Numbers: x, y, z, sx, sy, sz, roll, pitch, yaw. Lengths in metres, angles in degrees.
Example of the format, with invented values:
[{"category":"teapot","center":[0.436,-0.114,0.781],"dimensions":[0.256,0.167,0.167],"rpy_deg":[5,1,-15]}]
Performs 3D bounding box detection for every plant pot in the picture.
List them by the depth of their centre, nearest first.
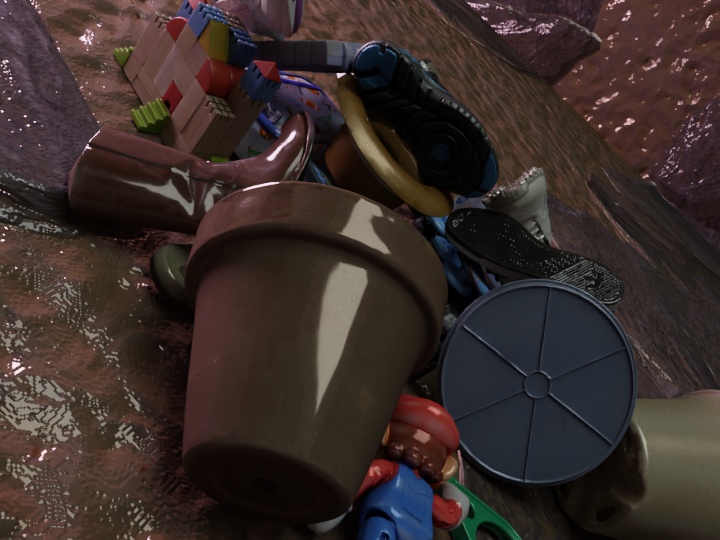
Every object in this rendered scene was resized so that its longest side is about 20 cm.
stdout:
[{"category":"plant pot","center":[-0.044,0.069,0.536],"dimensions":[0.199,0.200,0.177],"rpy_deg":[32,48,-21]},{"category":"plant pot","center":[0.314,0.216,0.821],"dimensions":[0.181,0.202,0.202],"rpy_deg":[14,38,-27]}]

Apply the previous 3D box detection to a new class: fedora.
[{"category":"fedora","center":[0.020,-0.119,0.839],"dimensions":[0.200,0.081,0.202],"rpy_deg":[41,28,-27]}]

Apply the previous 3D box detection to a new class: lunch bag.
[{"category":"lunch bag","center":[-0.093,-0.178,0.911],"dimensions":[0.161,0.076,0.199],"rpy_deg":[53,27,21]}]

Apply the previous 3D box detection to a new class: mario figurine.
[{"category":"mario figurine","center":[0.022,0.186,0.592],"dimensions":[0.201,0.104,0.125],"rpy_deg":[-71,148,-49]}]

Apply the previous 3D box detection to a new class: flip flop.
[{"category":"flip flop","center":[-0.100,-0.011,0.685],"dimensions":[0.082,0.058,0.199],"rpy_deg":[53,28,18]}]

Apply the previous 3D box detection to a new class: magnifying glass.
[{"category":"magnifying glass","center":[0.085,0.207,0.683],"dimensions":[0.201,0.022,0.079],"rpy_deg":[53,29,13]}]

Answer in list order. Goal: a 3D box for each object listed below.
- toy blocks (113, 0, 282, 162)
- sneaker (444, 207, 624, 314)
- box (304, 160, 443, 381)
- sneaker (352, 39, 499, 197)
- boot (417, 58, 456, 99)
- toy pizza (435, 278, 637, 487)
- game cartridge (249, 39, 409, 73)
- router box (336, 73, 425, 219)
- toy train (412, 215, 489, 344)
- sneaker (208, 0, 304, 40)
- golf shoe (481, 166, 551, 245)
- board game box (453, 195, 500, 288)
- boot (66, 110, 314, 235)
[{"category":"toy blocks","center":[-0.161,-0.201,0.779],"dimensions":[0.099,0.137,0.201],"rpy_deg":[1,49,-52]},{"category":"sneaker","center":[0.175,0.018,0.837],"dimensions":[0.198,0.122,0.084],"rpy_deg":[29,51,19]},{"category":"box","center":[0.000,0.000,0.770],"dimensions":[0.157,0.051,0.202],"rpy_deg":[39,20,-56]},{"category":"sneaker","center":[0.077,-0.166,0.813],"dimensions":[0.200,0.073,0.082],"rpy_deg":[49,23,-12]},{"category":"boot","center":[0.113,-0.167,1.021],"dimensions":[0.203,0.073,0.156],"rpy_deg":[38,30,-64]},{"category":"toy pizza","center":[0.171,0.110,0.760],"dimensions":[0.200,0.200,0.032],"rpy_deg":[43,3,0]},{"category":"game cartridge","center":[-0.037,-0.244,0.890],"dimensions":[0.128,0.039,0.199],"rpy_deg":[13,17,27]},{"category":"router box","center":[0.044,-0.178,1.039],"dimensions":[0.200,0.052,0.159],"rpy_deg":[51,15,-48]},{"category":"toy train","center":[0.103,0.016,0.905],"dimensions":[0.114,0.086,0.201],"rpy_deg":[40,24,-28]},{"category":"sneaker","center":[-0.108,-0.277,0.784],"dimensions":[0.098,0.076,0.200],"rpy_deg":[9,2,-14]},{"category":"golf shoe","center":[0.198,-0.058,0.902],"dimensions":[0.099,0.077,0.200],"rpy_deg":[65,14,10]},{"category":"board game box","center":[0.189,0.001,0.985],"dimensions":[0.201,0.041,0.200],"rpy_deg":[55,12,-12]},{"category":"boot","center":[-0.143,-0.099,0.672],"dimensions":[0.196,0.065,0.188],"rpy_deg":[12,43,-8]}]
